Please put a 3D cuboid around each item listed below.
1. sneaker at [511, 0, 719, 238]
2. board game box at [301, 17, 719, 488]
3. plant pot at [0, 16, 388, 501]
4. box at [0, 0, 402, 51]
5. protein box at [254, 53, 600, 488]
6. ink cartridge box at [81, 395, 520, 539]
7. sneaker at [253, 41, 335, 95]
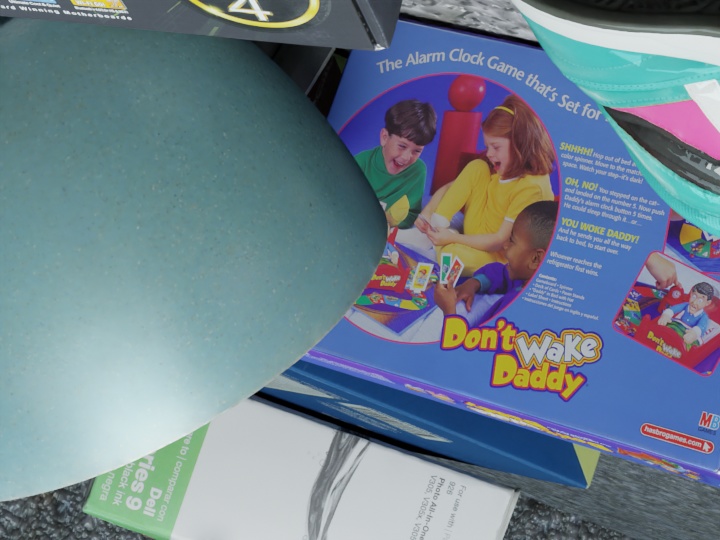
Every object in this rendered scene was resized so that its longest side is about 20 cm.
[{"bbox_3d":[0.135,-0.046,0.656,0.199,0.084,0.121,25,171,28],"label":"sneaker"},{"bbox_3d":[0.071,-0.010,0.894,0.199,0.135,0.045,16,172,30],"label":"board game box"},{"bbox_3d":[-0.108,-0.033,0.840,0.200,0.200,0.135,9,131,54],"label":"plant pot"},{"bbox_3d":[-0.097,-0.126,0.653,0.199,0.049,0.161,8,156,19],"label":"box"},{"bbox_3d":[0.000,0.000,1.142,0.198,0.136,0.200,23,172,-27],"label":"protein box"},{"bbox_3d":[-0.028,0.119,1.221,0.199,0.085,0.146,19,172,3],"label":"ink cartridge box"},{"bbox_3d":[-0.075,-0.091,1.002,0.079,0.076,0.200,34,161,-15],"label":"sneaker"}]
